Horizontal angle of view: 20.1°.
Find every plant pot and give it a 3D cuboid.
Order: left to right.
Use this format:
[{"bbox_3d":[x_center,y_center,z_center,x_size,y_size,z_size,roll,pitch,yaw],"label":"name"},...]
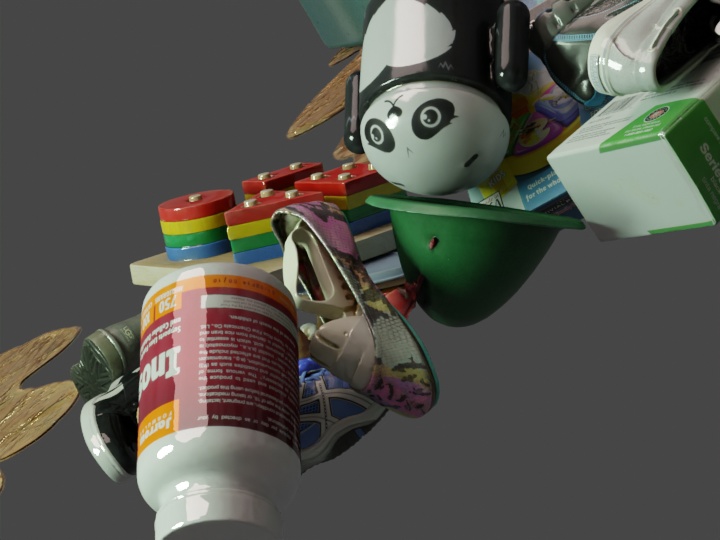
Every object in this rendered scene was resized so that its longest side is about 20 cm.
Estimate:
[{"bbox_3d":[0.017,-0.462,3.102,0.196,0.197,0.200,-38,23,-13],"label":"plant pot"}]

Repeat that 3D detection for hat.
[{"bbox_3d":[0.072,0.037,1.543,0.165,0.177,0.200,6,4,-17],"label":"hat"}]

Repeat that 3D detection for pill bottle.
[{"bbox_3d":[-0.097,0.104,1.399,0.113,0.113,0.200,-27,48,30],"label":"pill bottle"}]

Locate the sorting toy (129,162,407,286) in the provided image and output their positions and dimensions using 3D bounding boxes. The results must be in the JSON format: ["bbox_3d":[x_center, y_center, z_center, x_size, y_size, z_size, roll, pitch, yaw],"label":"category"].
[{"bbox_3d":[-0.072,-0.043,1.764,0.198,0.070,0.200,-20,15,-37],"label":"sorting toy"}]

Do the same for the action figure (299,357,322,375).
[{"bbox_3d":[-0.081,0.077,1.638,0.200,0.099,0.065,-44,8,-26],"label":"action figure"}]

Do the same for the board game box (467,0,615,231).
[{"bbox_3d":[0.148,-0.131,1.663,0.151,0.047,0.200,-30,53,21],"label":"board game box"}]

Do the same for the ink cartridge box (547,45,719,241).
[{"bbox_3d":[0.260,-0.116,1.503,0.200,0.083,0.146,-41,15,-25],"label":"ink cartridge box"}]

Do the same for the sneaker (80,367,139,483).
[{"bbox_3d":[-0.177,0.111,1.798,0.112,0.073,0.200,-34,12,10],"label":"sneaker"}]

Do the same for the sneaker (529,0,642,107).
[{"bbox_3d":[0.228,-0.209,1.577,0.200,0.082,0.073,-40,-22,20],"label":"sneaker"}]

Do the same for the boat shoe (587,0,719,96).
[{"bbox_3d":[0.246,-0.186,1.471,0.068,0.072,0.200,15,37,42],"label":"boat shoe"}]

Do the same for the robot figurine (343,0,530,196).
[{"bbox_3d":[0.059,-0.157,1.622,0.150,0.124,0.201,111,164,-60],"label":"robot figurine"}]

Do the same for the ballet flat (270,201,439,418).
[{"bbox_3d":[-0.015,0.029,1.477,0.071,0.200,0.069,-3,-40,-34],"label":"ballet flat"}]

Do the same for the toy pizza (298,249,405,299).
[{"bbox_3d":[0.000,0.000,1.747,0.200,0.032,0.200,-10,12,2],"label":"toy pizza"}]

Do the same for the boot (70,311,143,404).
[{"bbox_3d":[-0.177,0.061,1.972,0.200,0.073,0.182,-34,-8,-26],"label":"boot"}]

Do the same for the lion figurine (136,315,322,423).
[{"bbox_3d":[-0.102,0.079,1.725,0.200,0.073,0.123,-26,23,-4],"label":"lion figurine"}]

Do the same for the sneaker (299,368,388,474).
[{"bbox_3d":[-0.051,0.107,1.498,0.200,0.077,0.076,-37,12,-18],"label":"sneaker"}]

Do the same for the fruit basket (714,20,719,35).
[{"bbox_3d":[0.368,-0.216,1.398,0.185,0.094,0.200,25,77,30],"label":"fruit basket"}]
